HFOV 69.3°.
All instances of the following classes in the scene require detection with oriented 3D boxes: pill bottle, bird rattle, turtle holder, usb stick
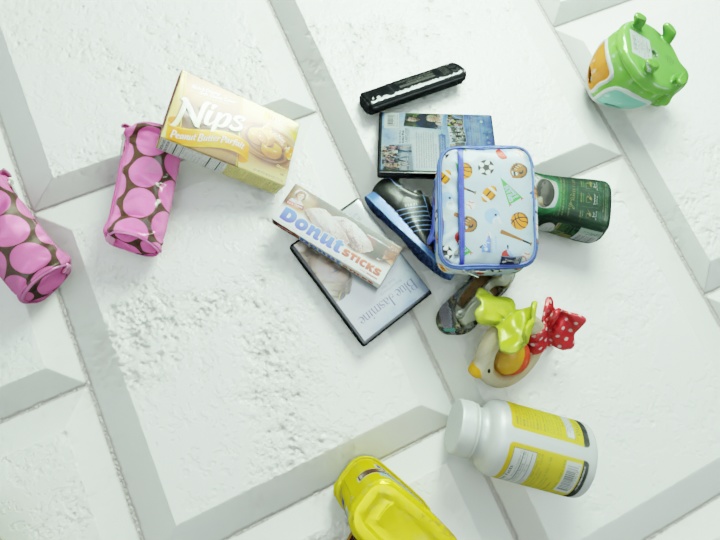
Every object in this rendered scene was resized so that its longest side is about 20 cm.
[{"bbox_3d":[0.232,0.255,0.771,0.198,0.111,0.112,16,75,-3],"label":"pill bottle"},{"bbox_3d":[0.242,0.107,0.811,0.113,0.199,0.164,41,108,43],"label":"bird rattle"},{"bbox_3d":[0.494,-0.360,0.933,0.184,0.132,0.142,-18,82,-31],"label":"turtle holder"},{"bbox_3d":[0.092,-0.325,0.928,0.199,0.033,0.056,-23,46,-11],"label":"usb stick"}]

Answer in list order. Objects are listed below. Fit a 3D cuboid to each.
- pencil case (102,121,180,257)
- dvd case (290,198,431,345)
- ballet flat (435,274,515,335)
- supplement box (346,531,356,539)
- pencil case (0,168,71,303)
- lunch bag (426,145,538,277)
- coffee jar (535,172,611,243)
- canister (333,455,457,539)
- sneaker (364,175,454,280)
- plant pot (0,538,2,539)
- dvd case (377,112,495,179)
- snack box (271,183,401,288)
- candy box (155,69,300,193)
[{"bbox_3d":[-0.340,-0.127,0.810,0.093,0.090,0.202,16,70,-39],"label":"pencil case"},{"bbox_3d":[0.000,0.000,0.844,0.142,0.018,0.201,-36,83,-14],"label":"dvd case"},{"bbox_3d":[0.205,0.030,0.842,0.072,0.072,0.200,43,76,5],"label":"ballet flat"},{"bbox_3d":[0.044,0.465,0.654,0.196,0.200,0.133,32,75,2],"label":"supplement box"},{"bbox_3d":[-0.510,-0.052,0.767,0.093,0.091,0.200,-38,86,-24],"label":"pencil case"},{"bbox_3d":[0.182,-0.086,0.790,0.159,0.076,0.202,1,81,1],"label":"lunch bag"},{"bbox_3d":[0.310,-0.114,0.879,0.198,0.085,0.105,11,76,-3],"label":"coffee jar"},{"bbox_3d":[0.041,0.324,0.687,0.148,0.200,0.087,40,76,4],"label":"canister"},{"bbox_3d":[0.099,-0.077,0.856,0.078,0.070,0.200,-43,84,-7],"label":"sneaker"},{"bbox_3d":[-0.479,0.419,0.625,0.183,0.200,0.201,44,76,-7],"label":"plant pot"},{"bbox_3d":[0.128,-0.211,0.881,0.198,0.018,0.144,2,58,2],"label":"dvd case"},{"bbox_3d":[-0.037,-0.055,0.823,0.199,0.024,0.072,31,74,3],"label":"snack box"},{"bbox_3d":[-0.205,-0.214,0.825,0.199,0.055,0.116,19,73,-25],"label":"candy box"}]
